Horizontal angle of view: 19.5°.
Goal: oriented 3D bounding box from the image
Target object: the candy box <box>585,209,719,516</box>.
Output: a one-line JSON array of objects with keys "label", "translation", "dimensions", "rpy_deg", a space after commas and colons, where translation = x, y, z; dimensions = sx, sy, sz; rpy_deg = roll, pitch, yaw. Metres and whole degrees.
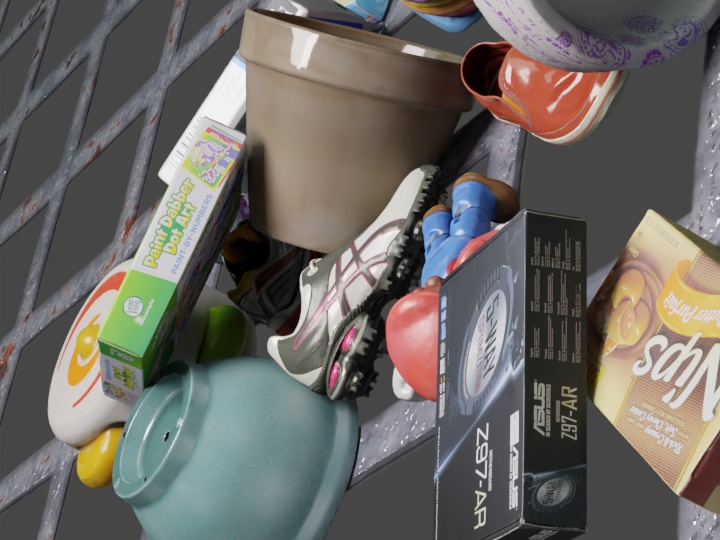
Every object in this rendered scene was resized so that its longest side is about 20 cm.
[{"label": "candy box", "translation": [0.197, 0.052, 1.237], "dimensions": [0.116, 0.055, 0.200], "rpy_deg": [-60, 24, 10]}]

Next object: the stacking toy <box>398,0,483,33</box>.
[{"label": "stacking toy", "translation": [0.050, -0.254, 1.686], "dimensions": [0.116, 0.110, 0.200], "rpy_deg": [-59, -10, 17]}]

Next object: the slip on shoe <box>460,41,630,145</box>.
[{"label": "slip on shoe", "translation": [0.134, -0.139, 1.562], "dimensions": [0.074, 0.061, 0.200], "rpy_deg": [-62, 25, -3]}]

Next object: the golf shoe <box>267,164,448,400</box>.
[{"label": "golf shoe", "translation": [0.000, 0.000, 1.629], "dimensions": [0.201, 0.088, 0.077], "rpy_deg": [-63, -20, -5]}]

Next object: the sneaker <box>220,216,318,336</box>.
[{"label": "sneaker", "translation": [-0.078, -0.031, 1.850], "dimensions": [0.078, 0.082, 0.200], "rpy_deg": [-48, 27, 30]}]

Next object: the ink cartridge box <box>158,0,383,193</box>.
[{"label": "ink cartridge box", "translation": [-0.077, -0.156, 1.892], "dimensions": [0.199, 0.043, 0.200], "rpy_deg": [-56, -16, 13]}]

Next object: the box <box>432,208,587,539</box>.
[{"label": "box", "translation": [0.094, 0.081, 1.333], "dimensions": [0.160, 0.043, 0.201], "rpy_deg": [137, 138, -66]}]

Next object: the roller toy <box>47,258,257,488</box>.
[{"label": "roller toy", "translation": [-0.194, 0.090, 1.887], "dimensions": [0.201, 0.139, 0.182], "rpy_deg": [-59, 23, 8]}]

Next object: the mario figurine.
[{"label": "mario figurine", "translation": [0.079, 0.026, 1.513], "dimensions": [0.200, 0.105, 0.124], "rpy_deg": [-75, -11, -49]}]

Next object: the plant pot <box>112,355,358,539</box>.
[{"label": "plant pot", "translation": [-0.112, 0.150, 1.665], "dimensions": [0.200, 0.134, 0.201], "rpy_deg": [-44, 30, 34]}]

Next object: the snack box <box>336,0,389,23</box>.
[{"label": "snack box", "translation": [0.012, -0.324, 2.031], "dimensions": [0.116, 0.037, 0.201], "rpy_deg": [-12, 54, 61]}]

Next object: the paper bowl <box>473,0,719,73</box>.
[{"label": "paper bowl", "translation": [0.157, -0.236, 1.442], "dimensions": [0.104, 0.200, 0.201], "rpy_deg": [-1, 64, 63]}]

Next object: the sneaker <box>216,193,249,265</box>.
[{"label": "sneaker", "translation": [-0.148, -0.063, 2.000], "dimensions": [0.200, 0.087, 0.075], "rpy_deg": [-123, 41, -63]}]

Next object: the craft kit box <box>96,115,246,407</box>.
[{"label": "craft kit box", "translation": [-0.153, -0.001, 1.709], "dimensions": [0.198, 0.048, 0.201], "rpy_deg": [99, -165, -73]}]

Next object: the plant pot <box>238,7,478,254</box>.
[{"label": "plant pot", "translation": [-0.016, -0.107, 1.705], "dimensions": [0.200, 0.199, 0.174], "rpy_deg": [-144, 67, -66]}]
